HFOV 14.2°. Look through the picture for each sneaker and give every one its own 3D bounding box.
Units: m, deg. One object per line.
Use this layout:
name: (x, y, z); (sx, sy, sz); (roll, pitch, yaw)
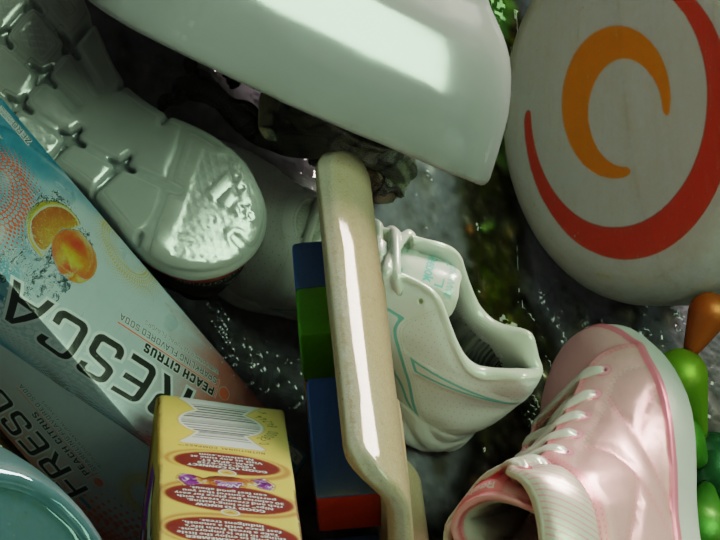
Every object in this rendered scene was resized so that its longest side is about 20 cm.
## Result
sneaker: (0.000, 0.000, 1.284); (0.200, 0.080, 0.071); (38, 50, -21)
sneaker: (0.088, 0.088, 1.268); (0.104, 0.075, 0.201); (22, 39, -25)
sneaker: (-0.125, -0.056, 1.212); (0.077, 0.082, 0.200); (-40, 77, -20)

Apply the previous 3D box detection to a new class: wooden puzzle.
wooden puzzle: (-0.001, 0.082, 1.177); (0.186, 0.046, 0.201); (-97, 178, -46)

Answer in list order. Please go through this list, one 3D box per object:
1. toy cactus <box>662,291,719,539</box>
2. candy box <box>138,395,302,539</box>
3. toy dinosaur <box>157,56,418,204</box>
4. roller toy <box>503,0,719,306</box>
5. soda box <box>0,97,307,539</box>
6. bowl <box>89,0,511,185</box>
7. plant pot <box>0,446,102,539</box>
toy cactus: (0.183, 0.099, 1.372); (0.201, 0.102, 0.165); (-64, 151, -8)
candy box: (-0.055, 0.130, 1.044); (0.056, 0.200, 0.117); (6, 103, -7)
toy dinosaur: (-0.034, -0.070, 1.274); (0.088, 0.048, 0.200); (27, 4, 20)
roller toy: (0.172, -0.077, 1.408); (0.139, 0.183, 0.200); (-2, 47, -42)
soda box: (-0.115, 0.033, 1.164); (0.200, 0.068, 0.064); (50, 44, -14)
bowl: (-0.032, -0.124, 1.228); (0.199, 0.075, 0.200); (22, 10, -20)
plant pot: (-0.160, 0.134, 1.024); (0.200, 0.135, 0.201); (20, 57, -34)
